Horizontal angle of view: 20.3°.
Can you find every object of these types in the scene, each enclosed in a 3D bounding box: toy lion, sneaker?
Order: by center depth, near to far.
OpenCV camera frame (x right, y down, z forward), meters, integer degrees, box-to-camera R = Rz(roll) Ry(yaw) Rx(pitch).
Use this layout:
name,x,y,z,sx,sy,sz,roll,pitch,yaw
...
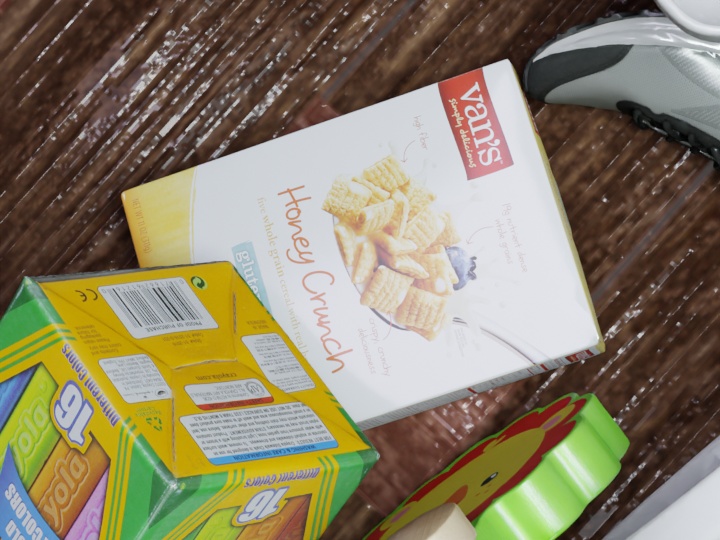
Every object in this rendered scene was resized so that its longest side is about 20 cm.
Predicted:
name,x,y,z,sx,sy,sz,roll,pitch,yaw
toy lion,0.021,0.129,0.851,0.200,0.192,0.069,-36,95,24
sneaker,0.169,-0.070,0.907,0.200,0.074,0.079,10,87,15

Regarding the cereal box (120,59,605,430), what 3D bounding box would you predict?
name,x,y,z,sx,sy,sz,roll,pitch,yaw
cereal box,0.000,0.000,0.948,0.200,0.040,0.144,-19,77,9

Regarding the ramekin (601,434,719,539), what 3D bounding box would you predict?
name,x,y,z,sx,sy,sz,roll,pitch,yaw
ramekin,0.193,0.098,0.806,0.200,0.200,0.105,-41,82,3

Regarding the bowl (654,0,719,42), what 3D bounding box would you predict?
name,x,y,z,sx,sy,sz,roll,pitch,yaw
bowl,0.182,-0.197,0.810,0.199,0.075,0.200,-23,76,8

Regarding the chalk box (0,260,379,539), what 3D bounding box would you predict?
name,x,y,z,sx,sy,sz,roll,pitch,yaw
chalk box,-0.111,0.111,0.882,0.124,0.125,0.200,50,124,28
